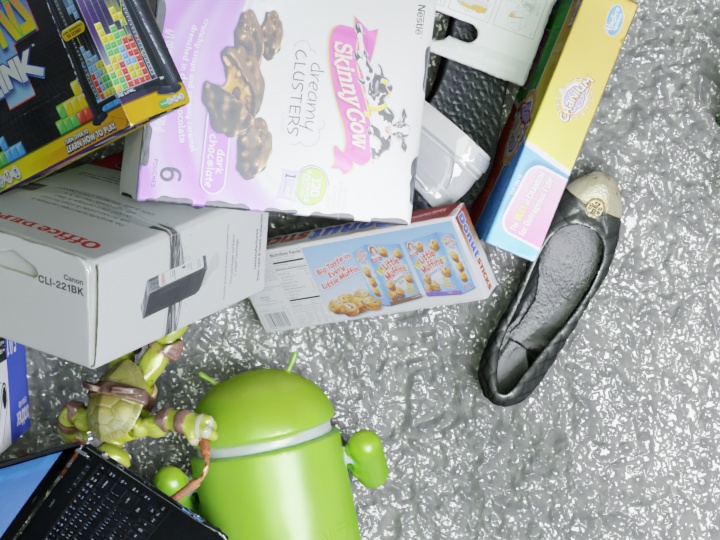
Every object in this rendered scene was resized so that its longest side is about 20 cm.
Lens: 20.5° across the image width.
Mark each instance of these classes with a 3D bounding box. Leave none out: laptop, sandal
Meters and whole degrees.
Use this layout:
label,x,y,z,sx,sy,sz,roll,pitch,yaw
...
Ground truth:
label,x,y,z,sx,sy,sz,roll,pitch,yaw
laptop,-0.231,0.214,1.473,0.200,0.177,0.103,35,48,-5
sandal,0.076,-0.120,1.549,0.076,0.043,0.200,25,82,-9

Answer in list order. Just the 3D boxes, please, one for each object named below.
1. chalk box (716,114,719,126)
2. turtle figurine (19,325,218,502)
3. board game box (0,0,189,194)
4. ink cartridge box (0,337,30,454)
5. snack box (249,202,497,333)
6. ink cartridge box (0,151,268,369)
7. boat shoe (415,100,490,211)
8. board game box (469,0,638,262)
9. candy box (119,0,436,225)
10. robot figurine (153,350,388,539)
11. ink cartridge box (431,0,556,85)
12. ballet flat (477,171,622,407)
label,x,y,z,sx,sy,sz,roll,pitch,yaw
chalk box,0.363,-0.112,1.520,0.124,0.125,0.200,42,92,-5
turtle figurine,-0.182,0.091,1.508,0.064,0.200,0.162,32,65,-43
board game box,-0.217,-0.154,1.340,0.057,0.200,0.166,-28,95,-39
ink cartridge box,-0.280,0.085,1.459,0.044,0.200,0.094,-4,95,0
snack box,0.000,0.000,1.495,0.200,0.024,0.072,-10,115,32
ink cartridge box,-0.181,-0.012,1.431,0.144,0.200,0.084,16,113,30
boat shoe,0.007,-0.113,1.499,0.200,0.072,0.069,38,90,19
board game box,0.139,-0.110,1.493,0.040,0.153,0.200,21,92,-5
candy box,-0.057,-0.124,1.392,0.200,0.072,0.168,5,95,-17
robot figurine,-0.066,0.166,1.518,0.175,0.116,0.200,-12,94,3
ink cartridge box,0.087,-0.262,1.533,0.162,0.050,0.200,20,94,-4
ballet flat,0.153,0.017,1.549,0.066,0.057,0.200,24,92,-5
